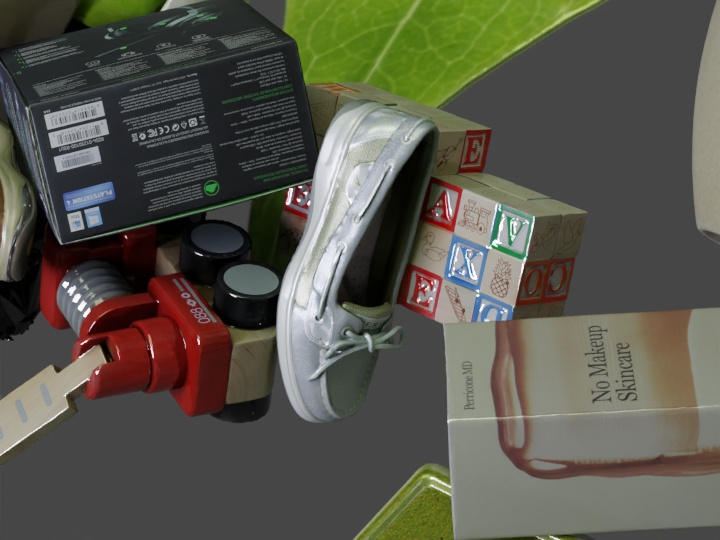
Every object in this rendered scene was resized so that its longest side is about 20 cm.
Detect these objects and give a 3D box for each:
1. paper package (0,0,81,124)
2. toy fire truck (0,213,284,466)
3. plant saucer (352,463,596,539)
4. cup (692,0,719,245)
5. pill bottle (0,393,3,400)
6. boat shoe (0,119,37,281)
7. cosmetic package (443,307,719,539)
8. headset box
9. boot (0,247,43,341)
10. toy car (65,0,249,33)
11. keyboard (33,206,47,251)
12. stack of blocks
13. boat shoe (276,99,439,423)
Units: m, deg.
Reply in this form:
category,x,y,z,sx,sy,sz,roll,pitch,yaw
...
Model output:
category,x,y,z,sx,sy,sz,roll,pitch,yaw
paper package,-0.305,-0.155,1.557,0.199,0.191,0.104,-26,71,-45
toy fire truck,-0.169,0.041,1.471,0.198,0.130,0.176,-10,38,-28
plant saucer,0.050,0.195,1.291,0.199,0.048,0.200,23,55,37
cup,0.274,-0.067,1.373,0.200,0.200,0.144,27,90,39
pill bottle,-0.329,0.082,1.529,0.199,0.111,0.111,17,57,35
boat shoe,-0.259,-0.054,1.486,0.073,0.076,0.200,6,16,-21
cosmetic package,0.146,0.084,1.297,0.198,0.088,0.104,-4,33,2
headset box,-0.136,-0.103,1.489,0.173,0.094,0.200,-15,19,-12
boot,-0.281,-0.011,1.576,0.161,0.074,0.198,11,16,17
toy car,-0.189,-0.195,1.699,0.150,0.174,0.200,-55,1,21
keyboard,-0.179,-0.044,1.633,0.199,0.040,0.104,-30,33,14
stack of blocks,0.044,-0.038,1.472,0.199,0.116,0.058,24,19,37
boat shoe,0.001,-0.001,1.427,0.064,0.074,0.204,18,98,39
